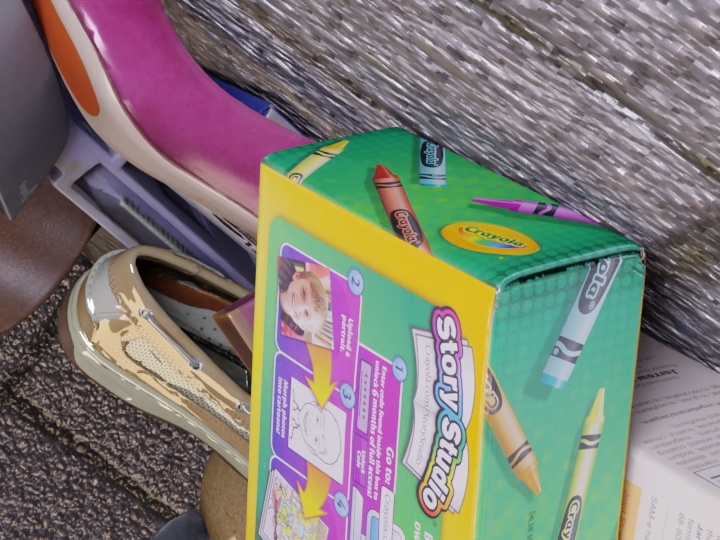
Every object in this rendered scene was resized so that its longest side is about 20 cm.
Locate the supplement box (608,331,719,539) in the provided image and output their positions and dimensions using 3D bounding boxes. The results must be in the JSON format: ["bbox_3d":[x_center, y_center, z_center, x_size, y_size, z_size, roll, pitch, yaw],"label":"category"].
[{"bbox_3d":[0.099,0.103,0.720,0.073,0.127,0.200,-10,-154,-35],"label":"supplement box"}]

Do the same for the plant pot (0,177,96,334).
[{"bbox_3d":[-0.239,-0.070,1.108,0.198,0.201,0.200,32,177,-39],"label":"plant pot"}]

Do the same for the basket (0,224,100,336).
[{"bbox_3d":[-0.241,-0.072,1.294,0.200,0.136,0.181,43,-147,-8],"label":"basket"}]

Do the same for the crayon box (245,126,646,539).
[{"bbox_3d":[0.020,0.071,0.704,0.058,0.202,0.119,-12,-153,-34],"label":"crayon box"}]

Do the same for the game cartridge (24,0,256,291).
[{"bbox_3d":[-0.097,-0.046,1.001,0.200,0.038,0.130,43,-165,-47],"label":"game cartridge"}]

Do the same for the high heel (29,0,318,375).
[{"bbox_3d":[-0.038,-0.059,0.778,0.201,0.096,0.067,60,166,-15],"label":"high heel"}]

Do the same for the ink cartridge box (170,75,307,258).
[{"bbox_3d":[0.000,0.000,0.922,0.200,0.044,0.094,40,174,-31],"label":"ink cartridge box"}]

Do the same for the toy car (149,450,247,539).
[{"bbox_3d":[-0.029,0.110,1.167,0.164,0.201,0.158,37,174,-8],"label":"toy car"}]

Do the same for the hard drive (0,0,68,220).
[{"bbox_3d":[-0.154,-0.103,0.803,0.135,0.042,0.200,56,171,14],"label":"hard drive"}]

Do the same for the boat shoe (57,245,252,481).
[{"bbox_3d":[-0.026,0.051,0.948,0.199,0.072,0.076,26,146,-21],"label":"boat shoe"}]
